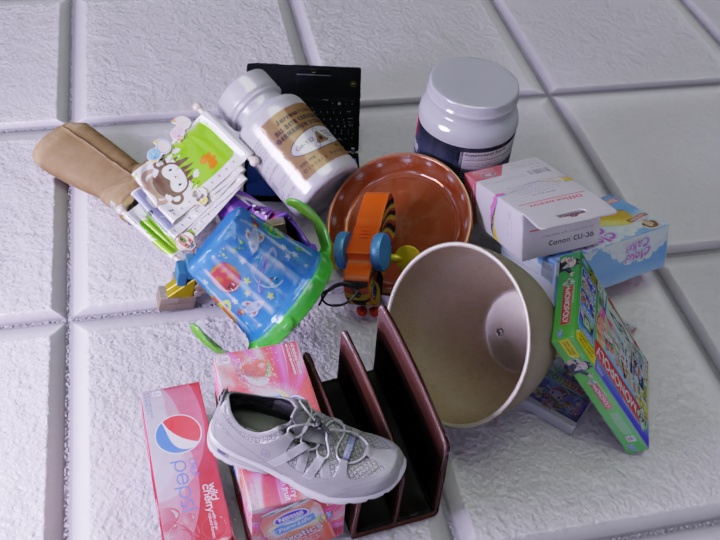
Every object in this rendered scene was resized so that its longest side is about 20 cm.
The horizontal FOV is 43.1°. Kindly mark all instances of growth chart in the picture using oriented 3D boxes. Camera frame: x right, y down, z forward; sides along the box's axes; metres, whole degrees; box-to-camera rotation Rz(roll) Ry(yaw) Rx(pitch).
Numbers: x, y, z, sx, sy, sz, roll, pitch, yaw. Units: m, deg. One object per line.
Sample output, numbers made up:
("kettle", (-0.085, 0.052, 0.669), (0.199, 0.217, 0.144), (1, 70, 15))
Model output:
("growth chart", (-0.235, -0.120, 1.231), (0.144, 0.018, 0.201), (34, 78, 7))

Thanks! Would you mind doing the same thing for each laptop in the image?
("laptop", (-0.085, -0.206, 1.355), (0.175, 0.202, 0.103), (1, 8, -5))

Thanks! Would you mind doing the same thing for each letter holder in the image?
("letter holder", (0.010, 0.154, 0.981), (0.100, 0.143, 0.201), (-11, 47, -16))

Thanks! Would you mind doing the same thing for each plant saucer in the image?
("plant saucer", (0.053, -0.061, 1.224), (0.198, 0.032, 0.202), (-5, 69, 13))

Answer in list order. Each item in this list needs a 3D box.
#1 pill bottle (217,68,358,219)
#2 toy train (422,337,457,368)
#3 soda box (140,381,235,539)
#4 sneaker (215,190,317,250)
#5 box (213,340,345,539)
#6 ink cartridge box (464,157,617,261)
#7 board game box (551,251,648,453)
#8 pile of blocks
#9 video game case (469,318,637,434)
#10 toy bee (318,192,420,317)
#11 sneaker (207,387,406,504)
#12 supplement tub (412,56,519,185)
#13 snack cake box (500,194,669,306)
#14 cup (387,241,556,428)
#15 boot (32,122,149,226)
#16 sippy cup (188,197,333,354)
("pill bottle", (-0.106, -0.181, 1.280), (0.114, 0.115, 0.200), (-34, 78, -33))
("toy train", (0.126, 0.057, 1.165), (0.056, 0.042, 0.200), (33, 50, 10))
("soda box", (-0.183, 0.217, 0.955), (0.069, 0.064, 0.201), (-9, 47, -15))
("sneaker", (-0.119, -0.059, 1.221), (0.080, 0.084, 0.200), (-33, 56, -32))
("box", (-0.090, 0.185, 0.973), (0.102, 0.095, 0.201), (-8, 47, -15))
("ink cartridge box", (0.227, -0.075, 1.172), (0.115, 0.068, 0.200), (-13, 29, -15))
("board game box", (0.280, 0.095, 1.048), (0.029, 0.200, 0.135), (-19, 35, 31))
("pile of blocks", (-0.181, -0.025, 1.144), (0.199, 0.082, 0.062), (-29, 49, 7))
("video game case", (0.245, 0.100, 1.148), (0.142, 0.018, 0.200), (29, 50, 20))
("toy bee", (0.000, 0.000, 1.156), (0.130, 0.109, 0.200), (22, 54, 34))
("sneaker", (-0.053, 0.165, 0.871), (0.198, 0.082, 0.075), (11, 45, 3))
("supplement tub", (0.145, -0.181, 1.287), (0.139, 0.201, 0.141), (3, 44, -3))
("snack cake box", (0.300, -0.030, 1.225), (0.198, 0.068, 0.115), (-18, 31, -25))
("cup", (0.147, 0.070, 1.042), (0.143, 0.201, 0.200), (0, 37, -48))
("boot", (-0.343, -0.165, 1.314), (0.199, 0.067, 0.175), (32, 53, 25))
("sippy cup", (-0.122, 0.002, 1.052), (0.130, 0.139, 0.178), (41, 38, -14))
